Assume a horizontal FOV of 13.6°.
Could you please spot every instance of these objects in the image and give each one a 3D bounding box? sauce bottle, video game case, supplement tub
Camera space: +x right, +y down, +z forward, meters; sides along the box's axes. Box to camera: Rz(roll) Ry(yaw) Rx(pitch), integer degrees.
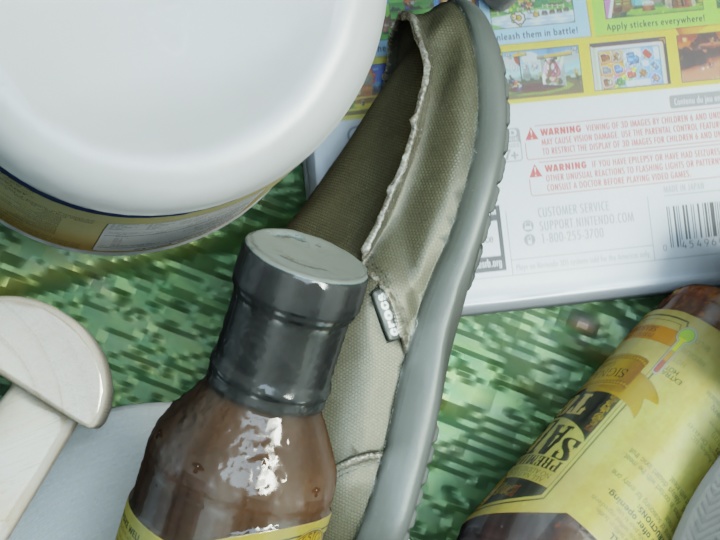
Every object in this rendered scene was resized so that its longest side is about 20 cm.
[{"bbox_3d":[0.071,0.091,1.014,0.066,0.066,0.200,45,65,-3],"label":"sauce bottle"},{"bbox_3d":[0.074,-0.080,1.071,0.199,0.023,0.183,-6,86,-9],"label":"video game case"},{"bbox_3d":[-0.045,0.086,0.942,0.064,0.065,0.201,14,109,-8],"label":"sauce bottle"},{"bbox_3d":[-0.075,-0.081,0.956,0.143,0.200,0.145,1,85,-9],"label":"supplement tub"}]

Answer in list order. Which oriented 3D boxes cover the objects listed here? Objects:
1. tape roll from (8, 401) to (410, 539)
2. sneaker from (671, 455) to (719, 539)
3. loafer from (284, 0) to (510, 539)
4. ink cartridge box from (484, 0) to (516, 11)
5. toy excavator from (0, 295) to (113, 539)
[{"bbox_3d":[-0.067,0.145,1.022,0.201,0.037,0.204,1,85,-8],"label":"tape roll"},{"bbox_3d":[0.151,0.130,1.015,0.074,0.115,0.201,29,99,36],"label":"sneaker"},{"bbox_3d":[0.000,0.000,0.998,0.069,0.075,0.201,14,75,-8],"label":"loafer"},{"bbox_3d":[0.078,-0.160,0.965,0.067,0.200,0.116,45,80,-2],"label":"ink cartridge box"},{"bbox_3d":[-0.185,0.100,0.963,0.199,0.100,0.196,6,86,-2],"label":"toy excavator"}]
